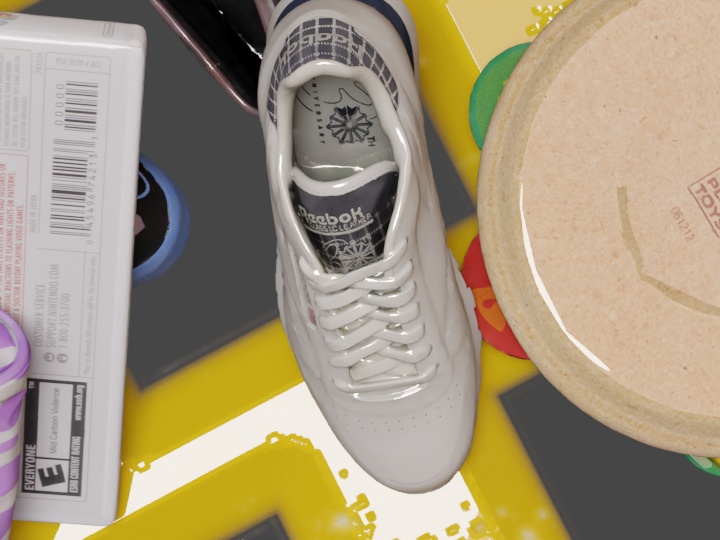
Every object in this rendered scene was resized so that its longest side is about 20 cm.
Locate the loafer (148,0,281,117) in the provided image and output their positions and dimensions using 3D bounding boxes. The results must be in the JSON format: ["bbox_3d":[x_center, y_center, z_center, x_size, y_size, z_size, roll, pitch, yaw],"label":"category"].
[{"bbox_3d":[-0.073,-0.141,0.739,0.071,0.063,0.200,-22,121,33],"label":"loafer"}]

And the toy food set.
[{"bbox_3d":[0.135,-0.026,0.781,0.200,0.049,0.198,43,87,2],"label":"toy food set"}]

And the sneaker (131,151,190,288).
[{"bbox_3d":[-0.163,-0.039,0.767,0.198,0.078,0.071,14,86,1],"label":"sneaker"}]

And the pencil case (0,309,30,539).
[{"bbox_3d":[-0.166,0.103,0.721,0.083,0.086,0.202,5,113,-13],"label":"pencil case"}]

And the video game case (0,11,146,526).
[{"bbox_3d":[-0.173,0.000,0.736,0.180,0.023,0.202,4,119,-5],"label":"video game case"}]

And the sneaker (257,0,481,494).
[{"bbox_3d":[0.000,0.000,0.736,0.076,0.081,0.202,-12,113,4],"label":"sneaker"}]
